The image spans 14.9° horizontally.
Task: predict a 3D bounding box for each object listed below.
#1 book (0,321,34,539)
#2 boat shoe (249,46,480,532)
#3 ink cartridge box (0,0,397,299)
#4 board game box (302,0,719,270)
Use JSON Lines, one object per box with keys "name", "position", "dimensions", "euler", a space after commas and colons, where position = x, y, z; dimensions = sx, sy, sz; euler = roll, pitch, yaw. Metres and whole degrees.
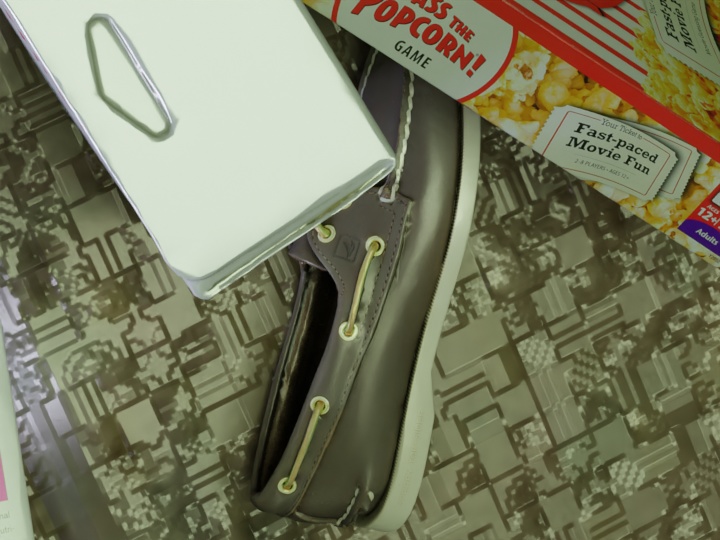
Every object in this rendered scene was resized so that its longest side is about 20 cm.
{"name": "book", "position": [-0.179, 0.050, 0.901], "dimensions": [0.133, 0.048, 0.201], "euler": [-8, 92, -13]}
{"name": "boat shoe", "position": [0.000, 0.000, 1.054], "dimensions": [0.059, 0.072, 0.201], "euler": [7, 98, -20]}
{"name": "ink cartridge box", "position": [-0.070, -0.083, 0.952], "dimensions": [0.084, 0.200, 0.146], "euler": [-33, 103, -3]}
{"name": "board game box", "position": [0.067, -0.104, 1.025], "dimensions": [0.199, 0.152, 0.046], "euler": [31, 121, -17]}
